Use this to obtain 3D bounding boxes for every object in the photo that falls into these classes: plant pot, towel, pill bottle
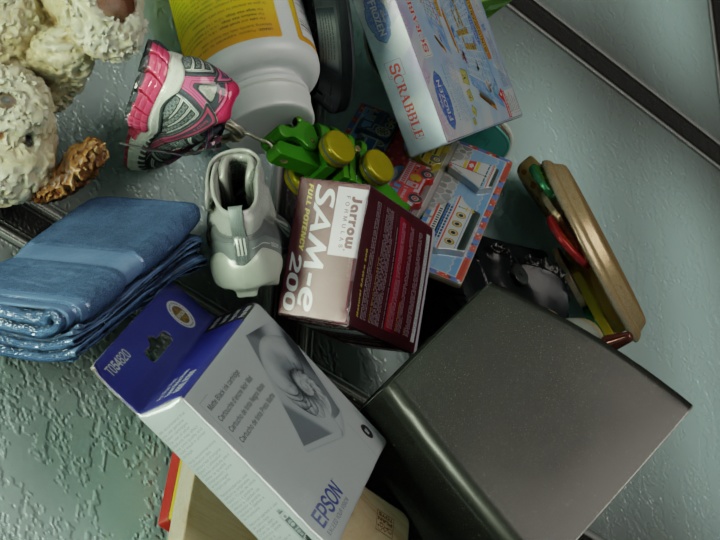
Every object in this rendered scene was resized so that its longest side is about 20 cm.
[{"bbox_3d":[0.096,0.131,1.577,0.177,0.200,0.199,46,61,3],"label":"plant pot"},{"bbox_3d":[-0.196,0.006,1.441,0.200,0.111,0.049,-45,136,-55],"label":"towel"},{"bbox_3d":[-0.098,-0.201,1.715,0.109,0.109,0.201,13,53,-45],"label":"pill bottle"}]

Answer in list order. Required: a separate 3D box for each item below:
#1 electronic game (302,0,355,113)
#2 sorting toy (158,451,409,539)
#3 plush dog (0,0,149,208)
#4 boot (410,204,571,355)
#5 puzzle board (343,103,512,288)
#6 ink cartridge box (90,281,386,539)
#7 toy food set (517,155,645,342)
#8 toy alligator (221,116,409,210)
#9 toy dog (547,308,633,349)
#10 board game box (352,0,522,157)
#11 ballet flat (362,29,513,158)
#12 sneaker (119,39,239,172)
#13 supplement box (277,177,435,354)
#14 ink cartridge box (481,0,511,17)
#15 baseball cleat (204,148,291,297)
[{"bbox_3d":[-0.037,-0.235,1.771,0.041,0.200,0.201,-10,65,-10],"label":"electronic game"},{"bbox_3d":[-0.066,0.219,1.448,0.200,0.069,0.199,36,39,-27],"label":"sorting toy"},{"bbox_3d":[-0.265,-0.128,1.459,0.199,0.160,0.173,10,71,-24],"label":"plush dog"},{"bbox_3d":[0.121,0.041,1.812,0.168,0.076,0.201,22,41,-34],"label":"boot"},{"bbox_3d":[0.042,-0.072,1.796,0.150,0.017,0.200,21,39,5],"label":"puzzle board"},{"bbox_3d":[-0.077,0.094,1.423,0.200,0.041,0.200,45,20,-5],"label":"ink cartridge box"},{"bbox_3d":[0.210,-0.018,1.949,0.201,0.048,0.198,62,8,-10],"label":"toy food set"},{"bbox_3d":[-0.040,-0.098,1.665,0.199,0.059,0.054,24,47,-32],"label":"toy alligator"},{"bbox_3d":[0.192,0.122,1.760,0.132,0.096,0.201,-29,111,-53],"label":"toy dog"},{"bbox_3d":[0.062,-0.212,1.830,0.199,0.041,0.201,-24,94,-64],"label":"board game box"},{"bbox_3d":[0.069,-0.179,1.951,0.200,0.069,0.070,44,36,-24],"label":"ballet flat"},{"bbox_3d":[-0.136,-0.112,1.550,0.074,0.200,0.081,17,83,-4],"label":"sneaker"},{"bbox_3d":[0.000,0.000,1.612,0.200,0.061,0.109,31,67,-72],"label":"supplement box"},{"bbox_3d":[0.056,-0.335,2.039,0.148,0.076,0.201,-23,82,-55],"label":"ink cartridge box"},{"bbox_3d":[-0.085,-0.046,1.564,0.200,0.069,0.107,-116,-159,-75],"label":"baseball cleat"}]
